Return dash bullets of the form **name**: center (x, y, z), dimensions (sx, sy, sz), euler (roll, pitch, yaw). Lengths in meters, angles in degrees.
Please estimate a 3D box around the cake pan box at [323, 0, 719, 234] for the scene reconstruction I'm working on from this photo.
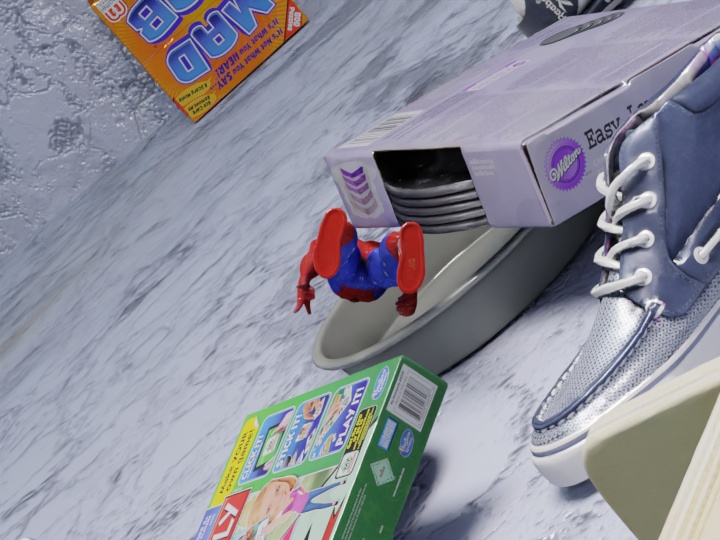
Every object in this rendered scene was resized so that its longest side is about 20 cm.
- **cake pan box**: center (0.102, -0.082, 1.111), dimensions (0.200, 0.052, 0.184), euler (-31, 15, -30)

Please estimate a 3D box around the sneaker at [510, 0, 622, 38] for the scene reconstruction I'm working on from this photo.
- **sneaker**: center (0.165, -0.214, 1.480), dimensions (0.130, 0.080, 0.199), euler (-47, 13, -17)

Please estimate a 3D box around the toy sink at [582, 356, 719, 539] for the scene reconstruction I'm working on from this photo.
- **toy sink**: center (0.140, 0.077, 0.457), dimensions (0.200, 0.130, 0.112), euler (-30, 18, 41)

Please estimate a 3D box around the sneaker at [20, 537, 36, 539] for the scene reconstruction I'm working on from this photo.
- **sneaker**: center (-0.164, 0.200, 1.084), dimensions (0.076, 0.077, 0.200), euler (-40, 14, 2)

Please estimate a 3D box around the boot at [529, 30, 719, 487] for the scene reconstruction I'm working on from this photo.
- **boot**: center (0.120, -0.008, 0.892), dimensions (0.200, 0.090, 0.073), euler (-47, 13, -21)

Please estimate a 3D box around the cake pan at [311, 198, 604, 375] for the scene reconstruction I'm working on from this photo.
- **cake pan**: center (0.059, -0.004, 1.187), dimensions (0.200, 0.037, 0.200), euler (-40, 13, 11)

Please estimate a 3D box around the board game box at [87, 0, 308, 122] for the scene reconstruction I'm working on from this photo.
- **board game box**: center (-0.216, -0.341, 2.780), dimensions (0.200, 0.200, 0.200), euler (-42, 13, 0)

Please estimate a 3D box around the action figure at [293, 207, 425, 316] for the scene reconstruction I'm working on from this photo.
- **action figure**: center (0.000, 0.000, 1.111), dimensions (0.200, 0.065, 0.052), euler (120, 155, -88)

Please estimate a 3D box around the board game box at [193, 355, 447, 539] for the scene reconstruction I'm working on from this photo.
- **board game box**: center (-0.041, 0.140, 0.906), dimensions (0.135, 0.029, 0.200), euler (-24, 38, 53)
